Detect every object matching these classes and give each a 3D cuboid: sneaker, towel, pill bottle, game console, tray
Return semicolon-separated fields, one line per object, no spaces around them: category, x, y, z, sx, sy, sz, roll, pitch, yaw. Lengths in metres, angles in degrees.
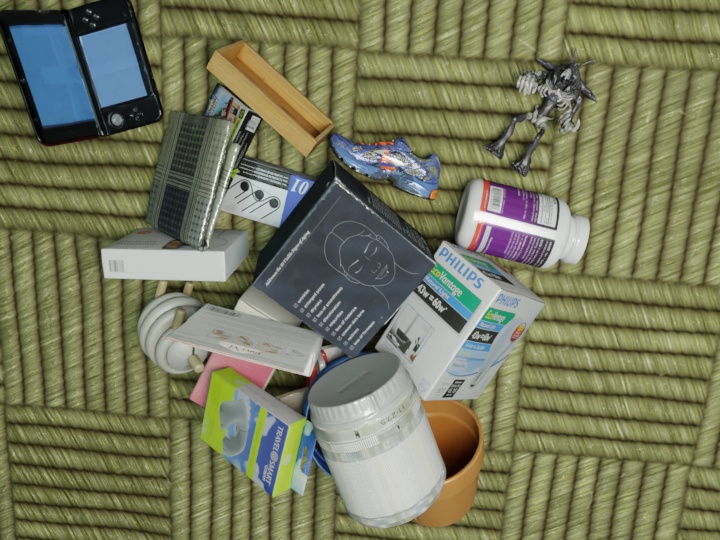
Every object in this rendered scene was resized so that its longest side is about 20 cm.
sneaker;0.042;-0.182;0.998;0.196;0.075;0.080;20;96;-9
towel;-0.269;-0.149;0.977;0.190;0.034;0.205;21;97;43
pill bottle;0.255;-0.071;0.981;0.195;0.113;0.115;14;105;0
game console;-0.431;-0.316;0.967;0.168;0.119;0.205;-12;103;7
tray;-0.136;-0.271;0.965;0.199;0.099;0.037;42;122;-7

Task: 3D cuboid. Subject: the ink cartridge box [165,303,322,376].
ink cartridge box;-0.162;0.112;0.892;0.195;0.174;0.045;14;104;2

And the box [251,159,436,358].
box;-0.027;-0.017;0.926;0.195;0.124;0.201;37;105;-19

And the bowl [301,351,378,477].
bowl;-0.001;0.228;0.972;0.196;0.039;0.206;-2;95;-25

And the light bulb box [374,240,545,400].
light bulb box;0.160;0.085;0.969;0.125;0.196;0.202;42;107;33

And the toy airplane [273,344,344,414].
toy airplane;-0.062;0.223;1.024;0.199;0.143;0.198;-42;130;17

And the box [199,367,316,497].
box;-0.160;0.249;0.942;0.197;0.047;0.125;24;108;32

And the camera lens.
camera lens;0.024;0.242;0.875;0.157;0.160;0.204;-19;104;8

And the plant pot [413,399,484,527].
plant pot;0.123;0.338;1.063;0.195;0.202;0.143;-12;121;7

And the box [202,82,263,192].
box;-0.238;-0.186;0.996;0.110;0.034;0.203;41;108;37

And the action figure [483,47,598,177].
action figure;0.284;-0.248;0.942;0.118;0.102;0.202;36;105;7

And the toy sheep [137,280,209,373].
toy sheep;-0.309;0.102;1.038;0.135;0.200;0.141;-18;128;-24

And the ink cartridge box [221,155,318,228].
ink cartridge box;-0.131;-0.122;1.030;0.195;0.044;0.096;16;106;0

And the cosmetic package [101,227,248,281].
cosmetic package;-0.296;-0.030;1.011;0.194;0.151;0.053;1;105;3

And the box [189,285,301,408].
box;-0.190;0.141;1.057;0.107;0.128;0.203;29;104;-2
